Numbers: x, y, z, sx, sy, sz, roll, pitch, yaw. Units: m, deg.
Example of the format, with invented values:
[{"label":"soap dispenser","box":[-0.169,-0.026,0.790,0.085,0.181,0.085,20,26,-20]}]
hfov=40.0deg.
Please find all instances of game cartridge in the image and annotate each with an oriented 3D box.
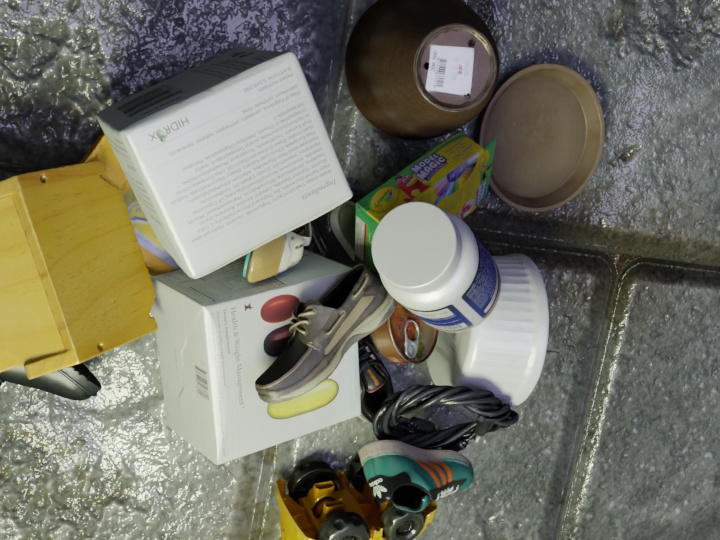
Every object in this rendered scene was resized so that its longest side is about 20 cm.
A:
[{"label":"game cartridge","box":[-0.231,-0.090,1.169,0.200,0.032,0.177,37,87,-27]}]

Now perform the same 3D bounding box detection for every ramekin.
[{"label":"ramekin","box":[0.157,0.074,1.287,0.097,0.200,0.202,6,101,-17]}]

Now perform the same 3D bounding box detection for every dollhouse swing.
[{"label":"dollhouse swing","box":[-0.363,0.010,1.085,0.181,0.175,0.201,-25,97,-58]}]

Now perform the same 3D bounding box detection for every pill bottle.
[{"label":"pill bottle","box":[0.086,-0.003,1.118,0.116,0.115,0.200,-56,157,-2]}]

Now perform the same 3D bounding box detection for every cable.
[{"label":"cable","box":[0.107,0.190,1.247,0.200,0.162,0.051,37,44,-51]}]

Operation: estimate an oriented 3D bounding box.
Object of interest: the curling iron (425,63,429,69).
[{"label":"curling iron","box":[0.092,-0.331,1.247,0.049,0.026,0.202,-4,104,-19]}]

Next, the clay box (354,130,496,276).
[{"label":"clay box","box":[0.079,-0.084,1.189,0.200,0.048,0.115,-37,152,-26]}]

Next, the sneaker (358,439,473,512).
[{"label":"sneaker","box":[0.077,0.274,1.266,0.199,0.080,0.071,19,138,-42]}]

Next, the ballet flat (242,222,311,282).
[{"label":"ballet flat","box":[-0.089,-0.039,1.149,0.063,0.200,0.069,15,116,-2]}]

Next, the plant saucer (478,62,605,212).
[{"label":"plant saucer","box":[0.244,-0.181,1.348,0.199,0.029,0.202,-6,106,-21]}]

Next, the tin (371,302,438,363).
[{"label":"tin","box":[0.059,0.020,1.269,0.112,0.042,0.202,18,70,-45]}]

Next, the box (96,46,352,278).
[{"label":"box","box":[-0.151,-0.125,1.069,0.199,0.199,0.172,-27,112,-14]}]

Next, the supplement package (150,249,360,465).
[{"label":"supplement package","box":[-0.121,0.092,1.173,0.199,0.147,0.193,-15,111,-33]}]

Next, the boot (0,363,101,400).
[{"label":"boot","box":[-0.419,0.133,1.123,0.198,0.073,0.163,40,84,-19]}]

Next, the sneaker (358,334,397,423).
[{"label":"sneaker","box":[0.002,0.121,1.290,0.080,0.086,0.201,-35,114,-12]}]

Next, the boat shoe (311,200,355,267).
[{"label":"boat shoe","box":[0.000,0.000,1.276,0.072,0.060,0.202,-53,125,-42]}]

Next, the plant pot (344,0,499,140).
[{"label":"plant pot","box":[0.086,-0.237,1.151,0.185,0.200,0.188,-2,103,-8]}]

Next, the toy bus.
[{"label":"toy bus","box":[-0.012,0.363,1.331,0.199,0.136,0.193,-7,119,-24]}]

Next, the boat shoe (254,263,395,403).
[{"label":"boat shoe","box":[-0.048,0.065,1.090,0.200,0.074,0.074,-43,113,-30]}]
